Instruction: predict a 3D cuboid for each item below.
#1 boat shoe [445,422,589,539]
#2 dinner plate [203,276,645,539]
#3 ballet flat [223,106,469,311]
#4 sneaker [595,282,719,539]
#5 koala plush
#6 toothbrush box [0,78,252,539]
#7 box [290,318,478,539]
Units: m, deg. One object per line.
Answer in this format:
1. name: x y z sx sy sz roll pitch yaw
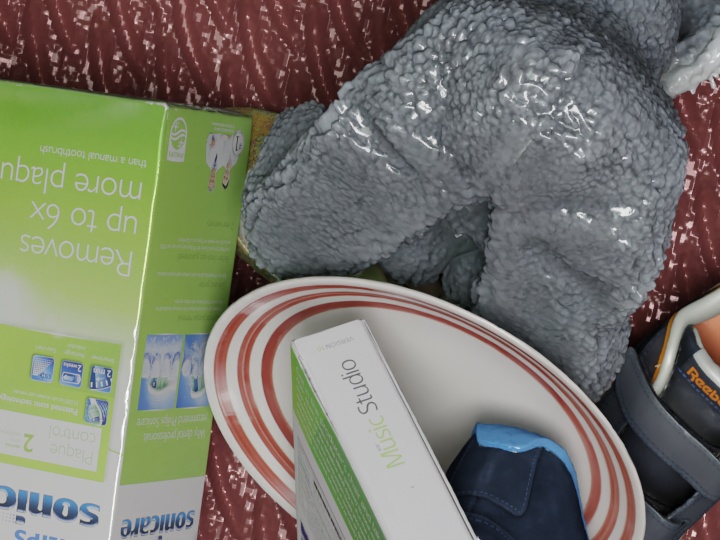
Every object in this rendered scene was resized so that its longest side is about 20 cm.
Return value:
1. boat shoe: 0.063 0.149 1.130 0.084 0.069 0.201 3 136 31
2. dinner plate: 0.028 0.069 1.136 0.199 0.201 0.024 25 54 5
3. ballet flat: 0.000 0.000 1.182 0.200 0.071 0.071 43 96 4
4. sneaker: 0.131 0.068 1.164 0.078 0.079 0.200 41 97 3
5. koala plush: 0.078 -0.080 1.119 0.177 0.184 0.201 31 52 -3
6. toothbrush box: -0.139 0.021 1.171 0.145 0.086 0.202 10 94 24
7. box: 0.014 0.135 1.098 0.036 0.201 0.145 -18 55 -12
